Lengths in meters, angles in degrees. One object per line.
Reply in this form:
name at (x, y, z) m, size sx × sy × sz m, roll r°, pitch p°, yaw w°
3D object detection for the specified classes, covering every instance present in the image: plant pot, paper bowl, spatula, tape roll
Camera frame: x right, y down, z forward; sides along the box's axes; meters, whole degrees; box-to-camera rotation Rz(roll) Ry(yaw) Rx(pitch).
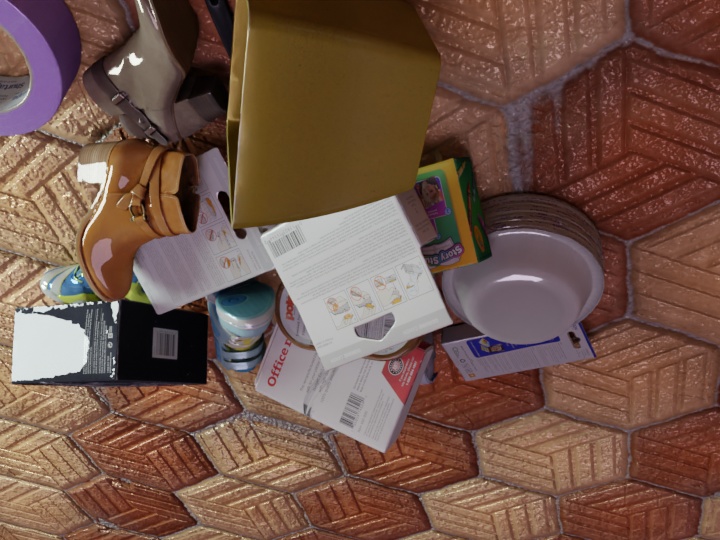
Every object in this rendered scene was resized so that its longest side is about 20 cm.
plant pot at (-0.032, -0.171, 0.803) m, size 0.174 × 0.201 × 0.202 m, roll 2°, pitch 126°, yaw -13°
paper bowl at (0.198, 0.012, 1.044) m, size 0.198 × 0.105 × 0.202 m, roll 6°, pitch 139°, yaw 5°
spatula at (-0.127, -0.212, 0.911) m, size 0.056 × 0.021 × 0.201 m, roll -14°, pitch 133°, yaw 6°
tape roll at (-0.403, -0.241, 0.899) m, size 0.197 × 0.066 × 0.201 m, roll 5°, pitch 139°, yaw 4°

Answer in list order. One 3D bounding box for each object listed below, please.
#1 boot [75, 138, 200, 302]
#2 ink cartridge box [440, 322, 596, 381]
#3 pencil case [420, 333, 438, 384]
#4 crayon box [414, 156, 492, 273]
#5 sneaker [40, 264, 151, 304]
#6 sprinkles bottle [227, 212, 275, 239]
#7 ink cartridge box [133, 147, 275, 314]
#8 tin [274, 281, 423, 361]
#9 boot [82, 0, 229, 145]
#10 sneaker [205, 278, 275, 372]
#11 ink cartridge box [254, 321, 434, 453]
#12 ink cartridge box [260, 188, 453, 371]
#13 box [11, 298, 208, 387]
boot at (-0.254, -0.051, 0.992) m, size 0.153 × 0.074 × 0.203 m, roll 7°, pitch 111°, yaw 24°
ink cartridge box at (0.221, 0.101, 1.192) m, size 0.198 × 0.037 × 0.095 m, roll -13°, pitch 134°, yaw 27°
pencil case at (0.010, 0.123, 1.220) m, size 0.197 × 0.091 × 0.084 m, roll -5°, pitch 105°, yaw 14°
crayon box at (0.042, -0.048, 0.989) m, size 0.198 × 0.058 × 0.120 m, roll -13°, pitch 93°, yaw 25°
sneaker at (-0.340, -0.010, 1.154) m, size 0.197 × 0.076 × 0.106 m, roll 1°, pitch 127°, yaw -1°
sprinkles bottle at (-0.127, -0.064, 1.045) m, size 0.068 × 0.069 × 0.200 m, roll 24°, pitch 137°, yaw -17°
ink cartridge box at (-0.208, -0.051, 1.049) m, size 0.198 × 0.050 × 0.164 m, roll -20°, pitch 104°, yaw 25°
tin at (-0.014, 0.051, 1.075) m, size 0.197 × 0.114 × 0.042 m, roll 7°, pitch 178°, yaw 14°
boot at (-0.232, -0.217, 0.896) m, size 0.144 × 0.071 × 0.201 m, roll -5°, pitch 132°, yaw 25°
sneaker at (-0.148, 0.083, 1.109) m, size 0.078 × 0.200 × 0.132 m, roll -13°, pitch 106°, yaw -16°
ink cartridge box at (-0.021, 0.129, 1.138) m, size 0.198 × 0.083 × 0.148 m, roll 24°, pitch 96°, yaw 13°
ink cartridge box at (0.000, 0.000, 0.941) m, size 0.199 × 0.045 × 0.178 m, roll -24°, pitch 93°, yaw 39°
box at (-0.339, 0.106, 1.173) m, size 0.180 × 0.106 × 0.200 m, roll -4°, pitch 170°, yaw 25°
